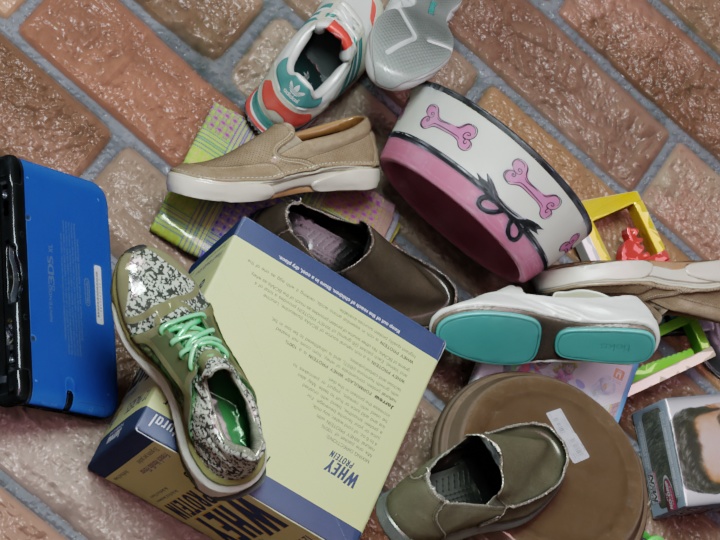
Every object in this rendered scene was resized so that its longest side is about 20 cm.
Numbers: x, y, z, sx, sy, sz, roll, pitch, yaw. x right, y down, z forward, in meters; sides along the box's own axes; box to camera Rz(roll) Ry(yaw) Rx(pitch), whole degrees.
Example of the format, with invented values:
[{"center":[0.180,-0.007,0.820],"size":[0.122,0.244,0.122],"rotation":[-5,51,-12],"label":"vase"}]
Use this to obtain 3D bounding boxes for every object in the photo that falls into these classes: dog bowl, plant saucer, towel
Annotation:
[{"center":[0.100,-0.069,1.645],"size":[0.200,0.200,0.074],"rotation":[41,82,-7],"label":"dog bowl"},{"center":[0.155,0.169,1.604],"size":[0.199,0.030,0.201],"rotation":[12,54,-17],"label":"plant saucer"},{"center":[-0.069,-0.040,1.648],"size":[0.199,0.023,0.144],"rotation":[30,64,-12],"label":"towel"}]

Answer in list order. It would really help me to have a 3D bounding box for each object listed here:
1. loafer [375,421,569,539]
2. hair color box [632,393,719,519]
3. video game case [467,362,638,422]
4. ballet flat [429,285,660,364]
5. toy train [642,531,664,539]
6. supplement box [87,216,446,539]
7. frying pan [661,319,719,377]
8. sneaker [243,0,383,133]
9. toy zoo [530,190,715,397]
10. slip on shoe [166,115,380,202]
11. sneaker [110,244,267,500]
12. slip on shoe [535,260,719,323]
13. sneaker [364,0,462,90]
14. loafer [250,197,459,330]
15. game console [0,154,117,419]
[{"center":[0.102,0.164,1.501],"size":[0.199,0.070,0.075],"rotation":[-21,69,-44],"label":"loafer"},{"center":[0.354,0.164,1.754],"size":[0.199,0.061,0.100],"rotation":[-3,74,-25],"label":"hair color box"},{"center":[0.153,0.137,1.677],"size":[0.143,0.018,0.201],"rotation":[26,72,-14],"label":"video game case"},{"center":[0.155,0.044,1.635],"size":[0.199,0.069,0.070],"rotation":[3,71,-6],"label":"ballet flat"},{"center":[0.172,0.233,1.638],"size":[0.199,0.042,0.057],"rotation":[16,86,-17],"label":"toy train"},{"center":[-0.074,0.106,1.530],"size":[0.199,0.134,0.201],"rotation":[31,63,-12],"label":"supplement box"},{"center":[0.329,0.038,1.805],"size":[0.189,0.031,0.116],"rotation":[24,64,-20],"label":"frying pan"},{"center":[-0.021,-0.194,1.672],"size":[0.070,0.093,0.200],"rotation":[42,53,-7],"label":"sneaker"},{"center":[0.227,0.013,1.755],"size":[0.131,0.020,0.201],"rotation":[-22,83,-19],"label":"toy zoo"},{"center":[-0.071,-0.094,1.601],"size":[0.199,0.076,0.061],"rotation":[-5,104,-29],"label":"slip on shoe"},{"center":[-0.114,0.065,1.398],"size":[0.077,0.089,0.201],"rotation":[-25,83,-28],"label":"sneaker"},{"center":[0.252,0.022,1.708],"size":[0.199,0.076,0.061],"rotation":[-1,91,-20],"label":"slip on shoe"},{"center":[0.040,-0.194,1.659],"size":[0.070,0.080,0.201],"rotation":[30,32,-4],"label":"sneaker"},{"center":[0.000,0.000,1.611],"size":[0.199,0.071,0.073],"rotation":[22,65,-16],"label":"loafer"},{"center":[-0.293,0.021,1.525],"size":[0.170,0.118,0.201],"rotation":[18,62,-53],"label":"game console"}]
